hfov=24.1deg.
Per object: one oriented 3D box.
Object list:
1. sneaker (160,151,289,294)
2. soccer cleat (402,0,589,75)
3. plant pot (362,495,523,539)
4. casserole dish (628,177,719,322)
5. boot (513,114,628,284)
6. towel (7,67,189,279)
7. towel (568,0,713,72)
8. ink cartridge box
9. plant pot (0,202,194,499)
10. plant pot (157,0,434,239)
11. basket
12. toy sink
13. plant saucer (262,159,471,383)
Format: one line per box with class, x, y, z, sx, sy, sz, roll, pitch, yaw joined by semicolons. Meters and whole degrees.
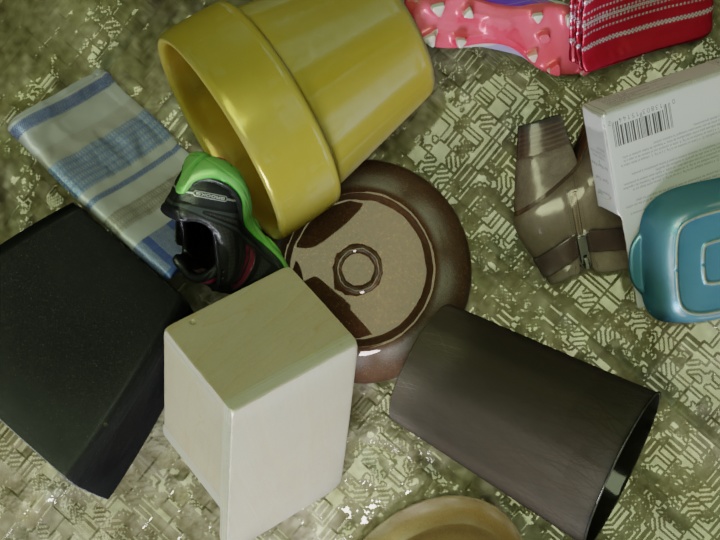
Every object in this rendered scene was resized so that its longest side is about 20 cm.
sneaker;-0.119;-0.014;1.440;0.076;0.201;0.084;22;61;39
soccer cleat;0.129;-0.219;1.477;0.198;0.077;0.067;5;124;-20
plant pot;0.059;0.285;1.437;0.198;0.028;0.201;-23;42;21
casserole dish;0.323;-0.018;1.428;0.198;0.039;0.123;-11;108;-18
boot;0.227;-0.076;1.478;0.198;0.070;0.148;-16;94;2
towel;-0.201;-0.089;1.492;0.200;0.147;0.024;43;127;5
towel;0.242;-0.273;1.425;0.143;0.023;0.202;-16;126;-18
ink cartridge box;0.298;-0.084;1.445;0.198;0.045;0.178;-19;111;-15
plant pot;-0.249;0.060;1.463;0.199;0.200;0.178;39;82;7
plant pot;-0.046;-0.160;1.455;0.188;0.201;0.202;-32;84;-12
basket;0.135;0.122;1.432;0.199;0.181;0.137;28;67;16
toy sink;-0.091;0.117;1.445;0.130;0.201;0.112;-27;55;-26
plant saucer;0.000;0.000;1.510;0.198;0.037;0.203;0;88;6
